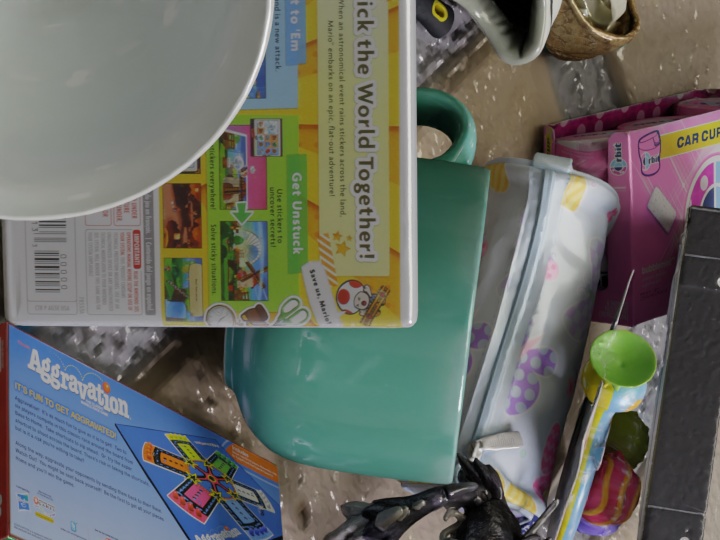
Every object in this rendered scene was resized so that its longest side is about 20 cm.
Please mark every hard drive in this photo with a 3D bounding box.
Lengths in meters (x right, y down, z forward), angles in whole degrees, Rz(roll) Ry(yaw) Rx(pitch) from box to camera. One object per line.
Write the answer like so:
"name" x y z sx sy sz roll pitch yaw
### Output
"hard drive" 0.184 0.068 1.213 0.140 0.038 0.201 6 93 -81

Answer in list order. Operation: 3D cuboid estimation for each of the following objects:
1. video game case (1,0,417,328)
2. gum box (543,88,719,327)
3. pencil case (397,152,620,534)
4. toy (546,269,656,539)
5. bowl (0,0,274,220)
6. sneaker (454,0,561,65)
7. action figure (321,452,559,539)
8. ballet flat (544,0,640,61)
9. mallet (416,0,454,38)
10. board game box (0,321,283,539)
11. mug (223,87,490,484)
"video game case" -0.066 -0.076 0.939 0.023 0.181 0.201 -52 142 -81
"gum box" 0.186 -0.041 1.324 0.199 0.066 0.114 -16 108 -49
"pencil case" 0.081 0.039 1.192 0.091 0.083 0.201 45 58 -63
"toy" 0.135 0.105 1.206 0.201 0.047 0.116 94 14 -53
"bowl" -0.132 -0.129 0.867 0.091 0.200 0.202 -93 166 -62
"sneaker" 0.058 -0.192 1.126 0.200 0.074 0.089 55 29 -37
"action figure" 0.028 0.160 1.076 0.199 0.102 0.119 -8 72 -53
"ballet flat" 0.114 -0.209 1.217 0.071 0.065 0.201 -48 129 -36
"mallet" -0.004 -0.179 1.104 0.200 0.041 0.066 24 74 -54
"board game box" -0.100 0.106 0.997 0.200 0.019 0.104 34 42 -47
"mug" -0.001 0.011 1.055 0.185 0.114 0.153 -79 175 -60
